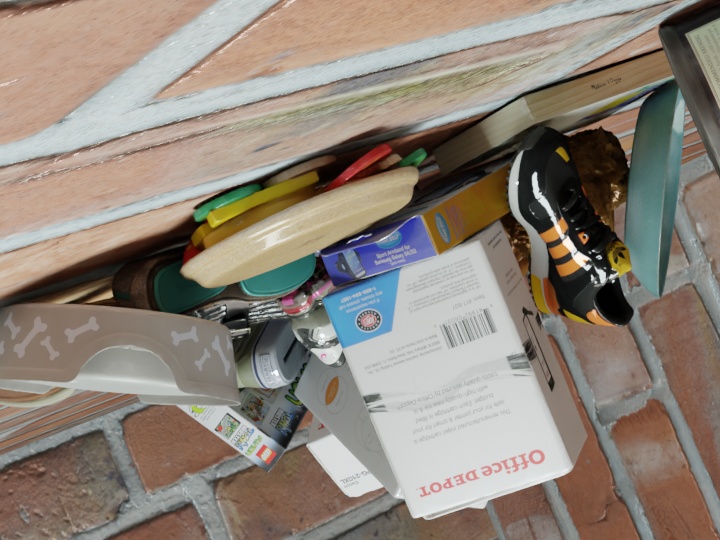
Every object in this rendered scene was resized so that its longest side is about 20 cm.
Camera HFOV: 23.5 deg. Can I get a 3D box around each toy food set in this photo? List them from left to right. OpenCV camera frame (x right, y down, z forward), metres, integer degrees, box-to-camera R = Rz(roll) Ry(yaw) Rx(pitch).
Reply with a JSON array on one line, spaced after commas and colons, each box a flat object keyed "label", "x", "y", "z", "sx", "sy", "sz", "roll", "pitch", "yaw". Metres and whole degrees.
[{"label": "toy food set", "x": -0.044, "y": -0.043, "z": 1.279, "sx": 0.199, "sy": 0.049, "sz": 0.198, "roll": -22, "pitch": 176, "yaw": -17}]

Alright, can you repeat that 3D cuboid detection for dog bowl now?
[{"label": "dog bowl", "x": -0.186, "y": 0.065, "z": 1.300, "sx": 0.198, "sy": 0.059, "sz": 0.200, "roll": 4, "pitch": 171, "yaw": 1}]

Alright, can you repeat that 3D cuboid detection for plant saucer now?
[{"label": "plant saucer", "x": 0.261, "y": -0.077, "z": 1.541, "sx": 0.036, "sy": 0.202, "sz": 0.200, "roll": 6, "pitch": -177, "yaw": 13}]

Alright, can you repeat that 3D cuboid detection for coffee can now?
[{"label": "coffee can", "x": 0.343, "y": -0.154, "z": 1.294, "sx": 0.199, "sy": 0.147, "sz": 0.146, "roll": -24, "pitch": 176, "yaw": 10}]

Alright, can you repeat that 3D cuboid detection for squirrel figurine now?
[{"label": "squirrel figurine", "x": 0.145, "y": -0.051, "z": 1.568, "sx": 0.186, "sy": 0.142, "sz": 0.200, "roll": -23, "pitch": 177, "yaw": -31}]

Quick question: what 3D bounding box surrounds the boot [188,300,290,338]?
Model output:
[{"label": "boot", "x": -0.137, "y": 0.039, "z": 1.588, "sx": 0.157, "sy": 0.080, "sz": 0.211, "roll": -22, "pitch": 173, "yaw": -18}]

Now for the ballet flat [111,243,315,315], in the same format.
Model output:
[{"label": "ballet flat", "x": -0.120, "y": -0.002, "z": 1.384, "sx": 0.067, "sy": 0.069, "sz": 0.199, "roll": -3, "pitch": -176, "yaw": 39}]

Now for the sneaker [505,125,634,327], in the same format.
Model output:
[{"label": "sneaker", "x": 0.179, "y": -0.033, "z": 1.402, "sx": 0.090, "sy": 0.201, "sz": 0.070, "roll": 19, "pitch": -126, "yaw": 32}]

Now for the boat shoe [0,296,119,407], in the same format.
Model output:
[{"label": "boat shoe", "x": -0.245, "y": 0.060, "z": 1.449, "sx": 0.198, "sy": 0.076, "sz": 0.072, "roll": -15, "pitch": 145, "yaw": 15}]

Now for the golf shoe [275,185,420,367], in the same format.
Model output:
[{"label": "golf shoe", "x": 0.000, "y": 0.000, "z": 1.520, "sx": 0.072, "sy": 0.093, "sz": 0.200, "roll": -5, "pitch": -147, "yaw": 43}]

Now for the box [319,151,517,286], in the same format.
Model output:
[{"label": "box", "x": 0.057, "y": -0.041, "z": 1.408, "sx": 0.119, "sy": 0.042, "sz": 0.200, "roll": -17, "pitch": -168, "yaw": 43}]

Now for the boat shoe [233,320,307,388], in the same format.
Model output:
[{"label": "boat shoe", "x": -0.078, "y": 0.054, "z": 1.670, "sx": 0.061, "sy": 0.073, "sz": 0.200, "roll": -8, "pitch": -162, "yaw": 19}]

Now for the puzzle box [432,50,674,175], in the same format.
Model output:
[{"label": "puzzle box", "x": 0.172, "y": -0.136, "z": 1.462, "sx": 0.199, "sy": 0.026, "sz": 0.133, "roll": -21, "pitch": 175, "yaw": -36}]

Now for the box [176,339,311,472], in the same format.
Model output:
[{"label": "box", "x": -0.097, "y": 0.105, "z": 1.686, "sx": 0.035, "sy": 0.110, "sz": 0.200, "roll": -52, "pitch": -177, "yaw": 28}]

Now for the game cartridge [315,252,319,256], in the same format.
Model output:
[{"label": "game cartridge", "x": -0.081, "y": -0.009, "z": 1.678, "sx": 0.199, "sy": 0.039, "sz": 0.129, "roll": -24, "pitch": 172, "yaw": 18}]

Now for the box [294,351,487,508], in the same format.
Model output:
[{"label": "box", "x": 0.050, "y": 0.098, "z": 1.575, "sx": 0.106, "sy": 0.153, "sz": 0.200, "roll": 12, "pitch": -162, "yaw": -35}]

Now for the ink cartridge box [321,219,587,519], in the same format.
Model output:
[{"label": "ink cartridge box", "x": 0.079, "y": 0.081, "z": 1.406, "sx": 0.145, "sy": 0.201, "sz": 0.084, "roll": -20, "pitch": -172, "yaw": 21}]

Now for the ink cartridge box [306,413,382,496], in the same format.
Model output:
[{"label": "ink cartridge box", "x": 0.036, "y": 0.119, "z": 1.793, "sx": 0.144, "sy": 0.085, "sz": 0.201, "roll": -25, "pitch": -150, "yaw": 25}]
